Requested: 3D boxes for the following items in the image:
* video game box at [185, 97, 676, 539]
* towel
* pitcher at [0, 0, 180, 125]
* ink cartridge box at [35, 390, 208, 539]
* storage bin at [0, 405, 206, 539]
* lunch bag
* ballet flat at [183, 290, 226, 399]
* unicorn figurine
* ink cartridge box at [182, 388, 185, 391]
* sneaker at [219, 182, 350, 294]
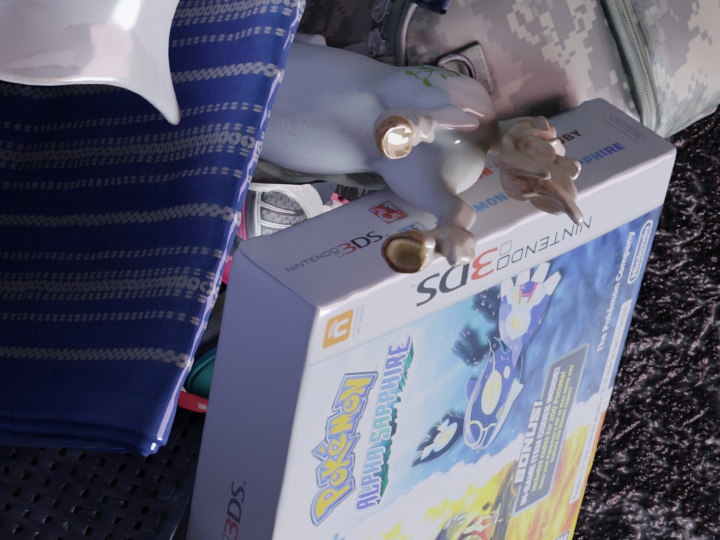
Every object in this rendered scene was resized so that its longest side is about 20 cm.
[{"bbox_3d":[0.020,0.054,0.947,0.182,0.047,0.200,-22,136,-38],"label":"video game box"},{"bbox_3d":[-0.076,-0.042,0.800,0.145,0.024,0.200,-1,-111,50],"label":"towel"},{"bbox_3d":[-0.068,-0.138,0.677,0.172,0.121,0.200,-17,135,-65],"label":"pitcher"},{"bbox_3d":[-0.034,0.160,1.092,0.148,0.086,0.200,28,32,-58],"label":"ink cartridge box"},{"bbox_3d":[-0.120,0.137,0.920,0.200,0.094,0.135,-64,168,-57],"label":"storage bin"},{"bbox_3d":[0.024,-0.094,1.037,0.168,0.200,0.140,-30,109,-32],"label":"lunch bag"},{"bbox_3d":[0.000,0.000,1.099,0.200,0.067,0.062,-25,-149,35],"label":"ballet flat"},{"bbox_3d":[-0.025,-0.060,0.866,0.074,0.200,0.137,-60,-176,25],"label":"unicorn figurine"},{"bbox_3d":[-0.094,0.033,1.157,0.200,0.039,0.100,101,7,-45],"label":"ink cartridge box"},{"bbox_3d":[-0.050,-0.014,1.279,0.200,0.080,0.075,58,54,-73],"label":"sneaker"}]
